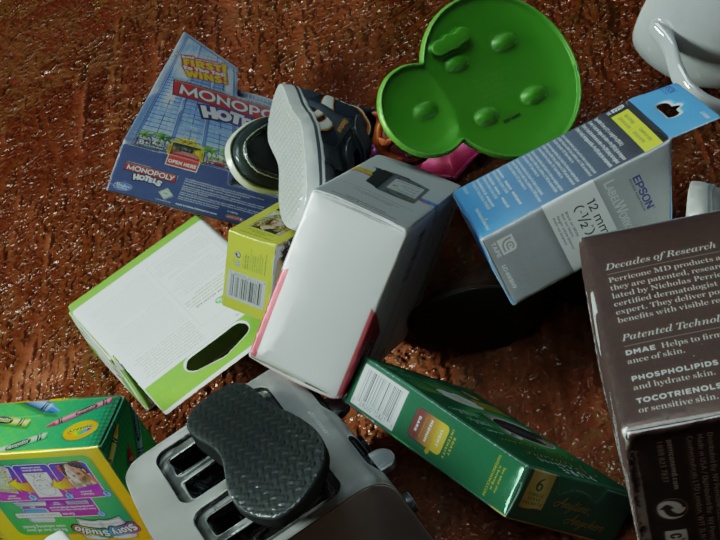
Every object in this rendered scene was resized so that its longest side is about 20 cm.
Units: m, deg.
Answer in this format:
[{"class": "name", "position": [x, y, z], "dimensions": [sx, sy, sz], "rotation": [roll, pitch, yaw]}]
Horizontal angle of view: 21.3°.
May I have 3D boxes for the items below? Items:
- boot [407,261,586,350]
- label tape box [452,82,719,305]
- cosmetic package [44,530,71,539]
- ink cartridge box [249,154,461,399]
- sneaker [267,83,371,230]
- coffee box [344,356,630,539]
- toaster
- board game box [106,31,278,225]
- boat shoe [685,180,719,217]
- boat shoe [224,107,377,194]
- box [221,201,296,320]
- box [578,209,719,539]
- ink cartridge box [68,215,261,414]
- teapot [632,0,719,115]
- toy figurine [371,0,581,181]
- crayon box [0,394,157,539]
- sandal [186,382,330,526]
[{"class": "boot", "position": [0.126, -0.030, 1.612], "dimensions": [0.186, 0.064, 0.200], "rotation": [-17, 36, 13]}, {"class": "label tape box", "position": [0.180, -0.064, 1.475], "dimensions": [0.200, 0.066, 0.143], "rotation": [-26, 18, 2]}, {"class": "cosmetic package", "position": [-0.191, 0.322, 1.310], "dimensions": [0.165, 0.165, 0.200], "rotation": [-40, 39, -15]}, {"class": "ink cartridge box", "position": [0.000, 0.000, 1.507], "dimensions": [0.085, 0.148, 0.200], "rotation": [23, 16, 8]}, {"class": "sneaker", "position": [-0.028, -0.095, 1.594], "dimensions": [0.079, 0.079, 0.200], "rotation": [12, 30, -14]}, {"class": "coffee box", "position": [0.091, 0.130, 1.396], "dimensions": [0.200, 0.123, 0.044], "rotation": [31, 98, 47]}, {"class": "toaster", "position": [-0.066, 0.188, 1.428], "dimensions": [0.200, 0.119, 0.181], "rotation": [-33, 37, -7]}, {"class": "board game box", "position": [-0.127, -0.132, 1.787], "dimensions": [0.200, 0.062, 0.200], "rotation": [14, 39, -15]}, {"class": "boat shoe", "position": [0.283, -0.026, 1.434], "dimensions": [0.068, 0.200, 0.072], "rotation": [2, 85, 18]}, {"class": "boat shoe", "position": [-0.036, -0.115, 1.725], "dimensions": [0.066, 0.075, 0.199], "rotation": [-25, -13, 40]}, {"class": "box", "position": [-0.041, -0.027, 1.624], "dimensions": [0.050, 0.075, 0.200], "rotation": [19, 29, 24]}, {"class": "box", "position": [0.250, 0.083, 1.296], "dimensions": [0.164, 0.166, 0.200], "rotation": [-12, 39, 5]}, {"class": "ink cartridge box", "position": [-0.143, 0.057, 1.663], "dimensions": [0.148, 0.076, 0.200], "rotation": [-36, 40, -11]}, {"class": "teapot", "position": [0.335, -0.227, 1.638], "dimensions": [0.146, 0.197, 0.200], "rotation": [35, 99, 11]}, {"class": "toy figurine", "position": [0.067, -0.128, 1.672], "dimensions": [0.200, 0.150, 0.184], "rotation": [-27, -5, -28]}, {"class": "crayon box", "position": [-0.259, 0.167, 1.571], "dimensions": [0.200, 0.119, 0.058], "rotation": [-6, 43, 26]}, {"class": "sandal", "position": [-0.065, 0.135, 1.362], "dimensions": [0.075, 0.048, 0.200], "rotation": [-34, 25, -7]}]
